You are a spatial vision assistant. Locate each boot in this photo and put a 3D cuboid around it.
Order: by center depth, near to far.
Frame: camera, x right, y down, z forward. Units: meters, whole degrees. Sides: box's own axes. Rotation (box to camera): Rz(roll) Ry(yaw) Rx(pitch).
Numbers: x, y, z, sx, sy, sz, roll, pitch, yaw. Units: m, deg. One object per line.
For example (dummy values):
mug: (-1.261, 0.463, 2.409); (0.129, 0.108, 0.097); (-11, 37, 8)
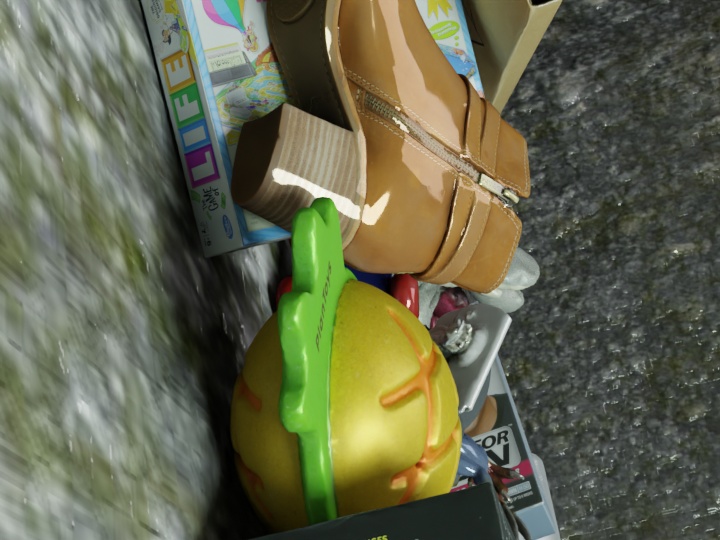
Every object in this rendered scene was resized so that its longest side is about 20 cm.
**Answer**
boot: (0.030, -0.095, 0.608); (0.154, 0.076, 0.203); (20, 74, -31)

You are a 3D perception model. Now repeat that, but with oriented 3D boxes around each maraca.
maraca: (-0.010, 0.059, 0.555); (0.201, 0.106, 0.138); (77, 12, -49)

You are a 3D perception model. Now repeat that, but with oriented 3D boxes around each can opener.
can opener: (0.037, 0.098, 0.686); (0.067, 0.052, 0.201); (59, 46, -31)

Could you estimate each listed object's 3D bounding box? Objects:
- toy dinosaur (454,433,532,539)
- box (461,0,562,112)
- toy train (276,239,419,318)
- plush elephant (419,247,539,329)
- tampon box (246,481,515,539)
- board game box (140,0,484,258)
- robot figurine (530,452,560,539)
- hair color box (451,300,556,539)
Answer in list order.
toy dinosaur: (0.027, 0.133, 0.793); (0.181, 0.105, 0.201); (40, 12, -45)
box: (0.058, -0.190, 0.727); (0.200, 0.021, 0.165); (109, -42, -79)
toy train: (0.000, 0.000, 0.805); (0.201, 0.083, 0.117); (-86, 172, -48)
plush elephant: (0.060, 0.002, 0.945); (0.201, 0.153, 0.166); (68, 12, -45)
tampon box: (0.023, 0.215, 0.482); (0.150, 0.125, 0.202); (66, 13, -52)
board game box: (-0.012, -0.093, 0.653); (0.199, 0.034, 0.136); (-14, 91, -42)
robot figurine: (0.131, 0.248, 1.161); (0.170, 0.112, 0.202); (44, 33, -65)
hair color box: (0.084, 0.134, 1.017); (0.061, 0.098, 0.201); (61, 11, -49)
